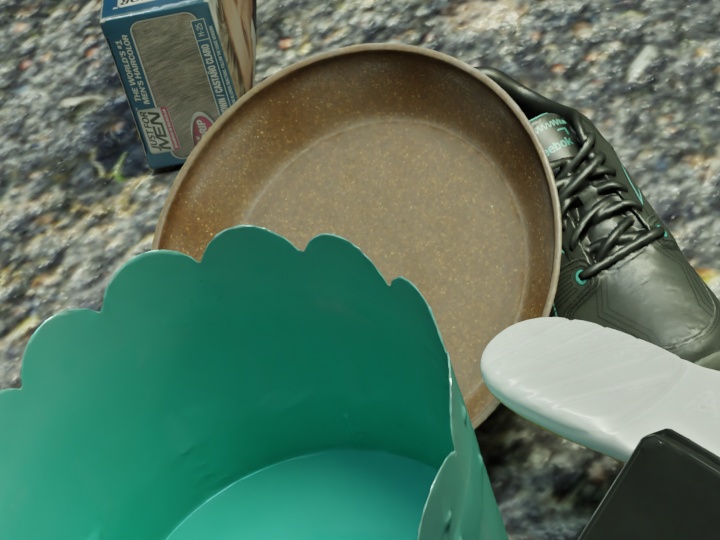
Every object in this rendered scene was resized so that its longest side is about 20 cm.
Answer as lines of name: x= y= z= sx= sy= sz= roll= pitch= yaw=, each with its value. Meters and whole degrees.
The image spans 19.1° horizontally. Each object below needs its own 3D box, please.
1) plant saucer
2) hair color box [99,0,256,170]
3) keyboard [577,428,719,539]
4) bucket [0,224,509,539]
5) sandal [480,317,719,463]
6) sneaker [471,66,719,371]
plant saucer: x=0.000 y=0.000 z=0.939 sx=0.199 sy=0.037 sz=0.202 roll=-8 pitch=72 yaw=23
hair color box: x=-0.094 y=-0.158 z=1.148 sx=0.060 sy=0.100 sz=0.201 roll=-10 pitch=42 yaw=7
keyboard: x=0.132 y=0.145 z=0.691 sx=0.200 sy=0.021 sz=0.128 roll=34 pitch=91 yaw=46
bucket: x=-0.041 y=0.103 z=0.797 sx=0.206 sy=0.135 sz=0.208 roll=-11 pitch=48 yaw=13
sandal: x=0.141 y=0.079 z=0.831 sx=0.206 sy=0.060 sz=0.079 roll=23 pitch=42 yaw=21
sneaker: x=0.092 y=-0.019 z=0.945 sx=0.075 sy=0.080 sz=0.200 roll=-29 pitch=44 yaw=-14
